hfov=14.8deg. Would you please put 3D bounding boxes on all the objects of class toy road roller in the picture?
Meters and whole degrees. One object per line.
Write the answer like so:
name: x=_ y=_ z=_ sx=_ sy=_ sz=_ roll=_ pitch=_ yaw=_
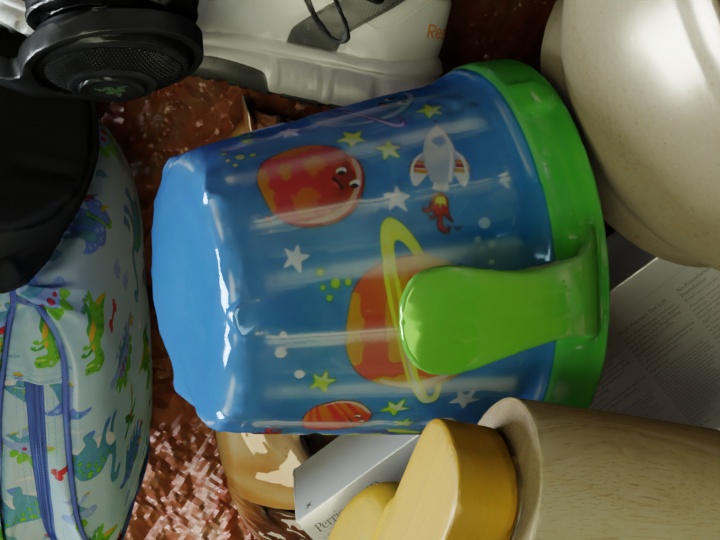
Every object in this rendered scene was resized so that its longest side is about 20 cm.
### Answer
toy road roller: x=0.050 y=0.110 z=0.965 sx=0.122 sy=0.146 sz=0.201 roll=10 pitch=123 yaw=-20

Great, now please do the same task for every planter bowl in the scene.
planter bowl: x=0.146 y=-0.076 z=0.954 sx=0.200 sy=0.200 sz=0.135 roll=52 pitch=140 yaw=-9

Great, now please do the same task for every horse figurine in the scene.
horse figurine: x=-0.009 y=0.042 z=1.109 sx=0.132 sy=0.050 sz=0.201 roll=14 pitch=112 yaw=1

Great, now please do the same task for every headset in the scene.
headset: x=-0.083 y=-0.121 z=0.978 sx=0.199 sy=0.094 sz=0.124 roll=14 pitch=83 yaw=25

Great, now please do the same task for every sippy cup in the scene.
sippy cup: x=0.000 y=0.000 z=0.961 sx=0.130 sy=0.140 sz=0.178 roll=-7 pitch=156 yaw=-19

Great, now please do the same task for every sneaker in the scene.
sneaker: x=-0.058 y=-0.112 z=1.056 sx=0.199 sy=0.074 sz=0.080 roll=11 pitch=100 yaw=6

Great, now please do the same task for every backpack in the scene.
backpack: x=-0.144 y=0.026 z=1.085 sx=0.153 sy=0.163 sz=0.201 roll=16 pitch=122 yaw=-8

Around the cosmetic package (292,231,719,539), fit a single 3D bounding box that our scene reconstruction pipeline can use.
cosmetic package: x=0.076 y=0.056 z=1.062 sx=0.200 sy=0.051 sz=0.083 roll=-37 pitch=112 yaw=11
